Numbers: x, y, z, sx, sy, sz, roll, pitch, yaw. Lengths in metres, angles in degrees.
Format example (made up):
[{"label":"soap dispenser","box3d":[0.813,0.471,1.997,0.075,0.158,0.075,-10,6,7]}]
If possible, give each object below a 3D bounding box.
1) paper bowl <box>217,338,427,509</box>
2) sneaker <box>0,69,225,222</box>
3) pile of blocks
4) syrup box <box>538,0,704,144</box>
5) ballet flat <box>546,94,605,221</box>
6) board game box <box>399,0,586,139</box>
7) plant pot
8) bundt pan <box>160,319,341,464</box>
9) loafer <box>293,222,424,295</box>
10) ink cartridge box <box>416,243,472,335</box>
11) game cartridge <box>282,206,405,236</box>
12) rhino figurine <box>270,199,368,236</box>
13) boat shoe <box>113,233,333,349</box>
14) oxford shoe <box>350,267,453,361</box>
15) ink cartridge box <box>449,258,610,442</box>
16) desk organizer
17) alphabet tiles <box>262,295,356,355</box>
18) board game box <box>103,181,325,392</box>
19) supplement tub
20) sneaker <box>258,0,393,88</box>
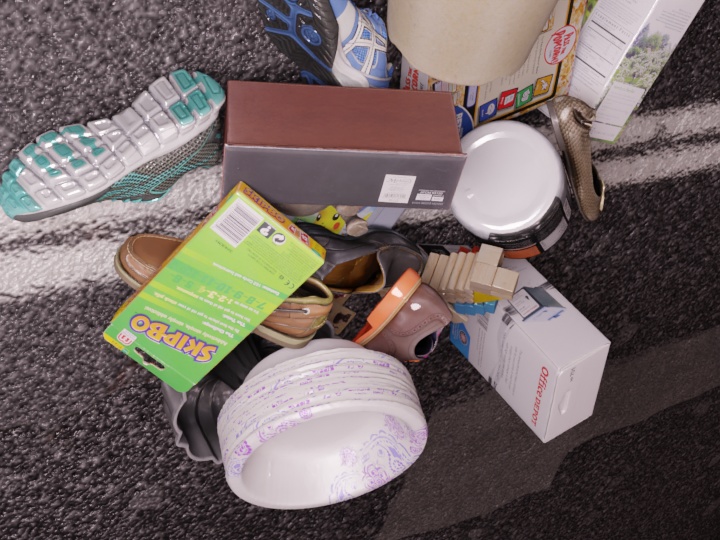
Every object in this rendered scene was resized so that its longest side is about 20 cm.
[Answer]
[{"label":"paper bowl","box3d":[-0.042,0.144,1.050,0.200,0.105,0.201,-12,145,-8]},{"label":"sneaker","box3d":[-0.193,-0.081,0.872,0.200,0.078,0.091,-28,146,-18]},{"label":"pile of blocks","box3d":[0.106,0.010,1.164,0.082,0.200,0.062,38,63,-32]},{"label":"syrup box","box3d":[0.279,-0.243,1.153,0.079,0.081,0.200,2,125,-44]},{"label":"ballet flat","box3d":[0.239,-0.118,1.132,0.046,0.068,0.200,-18,143,12]},{"label":"board game box","box3d":[0.133,-0.215,1.069,0.200,0.046,0.152,-24,141,-25]},{"label":"plant pot","box3d":[0.100,-0.263,0.887,0.200,0.201,0.184,-24,151,-25]},{"label":"bundt pan","box3d":[-0.121,0.101,1.111,0.201,0.076,0.202,-26,141,-23]},{"label":"loafer","box3d":[0.000,0.000,1.075,0.200,0.072,0.073,-1,124,-45]},{"label":"ink cartridge box","box3d":[0.063,0.056,1.295,0.094,0.037,0.200,0,128,-44]},{"label":"game cartridge","box3d":[-0.034,-0.066,1.069,0.200,0.040,0.134,23,103,-52]},{"label":"rhino figurine","box3d":[-0.022,-0.077,0.965,0.199,0.088,0.060,-14,147,-17]},{"label":"boat shoe","box3d":[-0.120,0.003,0.969,0.199,0.072,0.068,19,136,-17]},{"label":"oxford shoe","box3d":[0.033,0.077,1.100,0.071,0.072,0.200,-49,175,-33]},{"label":"ink cartridge box","box3d":[0.202,0.087,1.314,0.086,0.200,0.147,-25,141,-23]},{"label":"desk organizer","box3d":[-0.018,-0.107,0.908,0.199,0.077,0.072,2,144,-10]},{"label":"alphabet tiles","box3d":[-0.089,0.056,1.169,0.167,0.006,0.200,-50,144,7]},{"label":"board game box","box3d":[-0.130,0.021,0.923,0.095,0.030,0.200,39,114,-17]},{"label":"supplement tub","box3d":[0.163,-0.079,1.144,0.123,0.123,0.200,-46,165,5]},{"label":"sneaker","box3d":[-0.026,-0.207,0.919,0.077,0.076,0.200,-56,149,-20]}]
